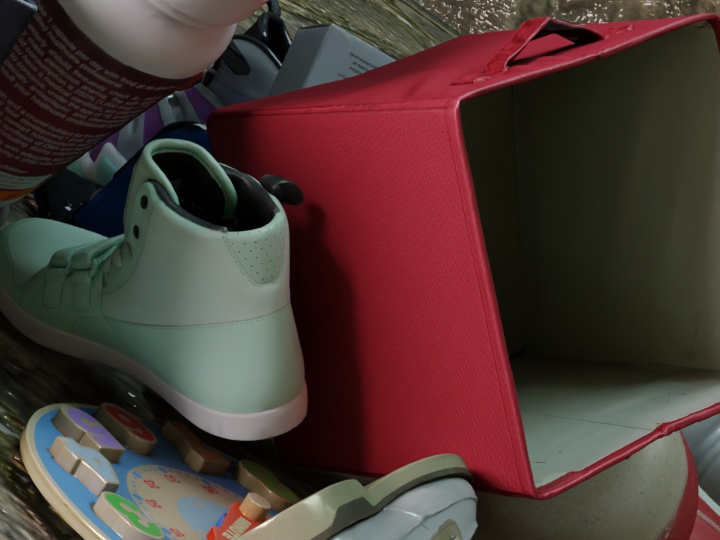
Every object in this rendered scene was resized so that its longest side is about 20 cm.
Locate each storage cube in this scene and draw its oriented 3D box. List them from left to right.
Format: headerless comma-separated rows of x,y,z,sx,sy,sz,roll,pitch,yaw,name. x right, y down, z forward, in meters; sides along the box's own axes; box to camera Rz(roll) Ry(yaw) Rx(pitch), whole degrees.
0.061,-0.013,1.086,0.171,0.201,0.180,-21,14,-37,storage cube

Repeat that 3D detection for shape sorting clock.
-0.053,0.112,1.003,0.200,0.039,0.200,33,13,-8,shape sorting clock

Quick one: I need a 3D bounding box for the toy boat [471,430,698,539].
0.108,0.113,1.266,0.131,0.130,0.200,54,0,-34,toy boat

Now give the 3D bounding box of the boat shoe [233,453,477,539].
0.006,0.119,0.926,0.069,0.075,0.200,60,19,9,boat shoe

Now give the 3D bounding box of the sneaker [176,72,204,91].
-0.174,-0.129,1.496,0.115,0.078,0.200,-1,-53,49,sneaker

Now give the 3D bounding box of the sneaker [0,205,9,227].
-0.261,-0.096,1.153,0.200,0.074,0.118,38,15,-32,sneaker

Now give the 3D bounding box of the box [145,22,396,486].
0.000,0.000,1.194,0.156,0.200,0.041,29,-11,-26,box

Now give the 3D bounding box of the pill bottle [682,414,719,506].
0.184,0.083,1.550,0.200,0.109,0.109,41,14,28,pill bottle

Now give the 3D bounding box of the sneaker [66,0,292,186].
-0.082,-0.101,1.383,0.200,0.140,0.078,14,2,26,sneaker

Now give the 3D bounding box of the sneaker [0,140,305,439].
-0.097,-0.016,1.069,0.074,0.118,0.200,-24,36,-39,sneaker

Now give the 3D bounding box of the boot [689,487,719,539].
0.171,0.160,1.330,0.200,0.072,0.144,36,14,-12,boot

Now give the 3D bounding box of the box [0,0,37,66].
-0.230,-0.086,0.955,0.104,0.182,0.200,28,15,-26,box

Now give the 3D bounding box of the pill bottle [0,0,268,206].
-0.127,-0.118,1.064,0.114,0.200,0.114,28,47,-35,pill bottle

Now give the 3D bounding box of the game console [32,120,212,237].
-0.062,-0.023,1.299,0.200,0.118,0.171,29,14,-25,game console
